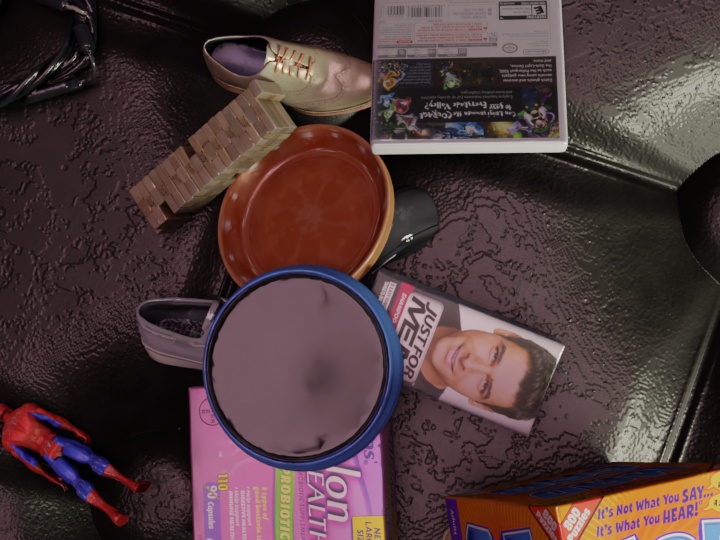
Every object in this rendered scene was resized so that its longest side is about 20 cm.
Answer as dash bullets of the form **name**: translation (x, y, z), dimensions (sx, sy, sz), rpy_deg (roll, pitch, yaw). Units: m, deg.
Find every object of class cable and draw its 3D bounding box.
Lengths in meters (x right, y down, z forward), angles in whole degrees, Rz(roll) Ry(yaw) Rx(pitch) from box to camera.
- **cable**: translation (-0.394, -0.264, 1.203), dimensions (0.198, 0.051, 0.165), rpy_deg (-14, 84, 8)

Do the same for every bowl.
- **bowl**: translation (-0.059, 0.093, 1.035), dimensions (0.199, 0.039, 0.203), rpy_deg (-1, 84, 9)

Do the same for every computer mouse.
- **computer mouse**: translation (0.000, 0.000, 1.125), dimensions (0.199, 0.046, 0.141), rpy_deg (-23, 81, 6)

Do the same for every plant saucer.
- **plant saucer**: translation (-0.056, -0.056, 1.119), dimensions (0.199, 0.032, 0.202), rpy_deg (-8, 69, 21)

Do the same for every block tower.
- **block tower**: translation (-0.156, -0.116, 1.128), dimensions (0.200, 0.054, 0.058), rpy_deg (-39, 81, 20)

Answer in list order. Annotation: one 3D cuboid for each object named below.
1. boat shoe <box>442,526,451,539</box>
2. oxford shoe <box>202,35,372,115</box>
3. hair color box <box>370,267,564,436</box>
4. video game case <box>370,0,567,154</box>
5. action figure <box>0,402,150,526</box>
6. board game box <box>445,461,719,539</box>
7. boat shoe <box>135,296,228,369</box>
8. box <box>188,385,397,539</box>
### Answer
- **boat shoe**: translation (0.144, 0.344, 1.067), dimensions (0.072, 0.065, 0.201), rpy_deg (-27, 82, 5)
- **oxford shoe**: translation (-0.074, -0.210, 1.138), dimensions (0.198, 0.074, 0.071), rpy_deg (7, 86, 9)
- **hair color box**: translation (0.094, 0.080, 1.081), dimensions (0.199, 0.061, 0.100), rpy_deg (21, 95, 1)
- **video game case**: translation (0.111, -0.206, 1.107), dimensions (0.198, 0.023, 0.183), rpy_deg (0, 68, 5)
- **action figure**: translation (-0.323, 0.200, 1.158), dimensions (0.199, 0.052, 0.066), rpy_deg (31, 85, 14)
- **board game box**: translation (0.219, 0.288, 0.956), dimensions (0.198, 0.200, 0.202), rpy_deg (-6, 84, -23)
- **boat shoe**: translation (-0.145, 0.064, 1.108), dimensions (0.199, 0.072, 0.070), rpy_deg (4, 49, 20)
- **box**: translation (-0.067, 0.203, 1.094), dimensions (0.198, 0.097, 0.178), rpy_deg (-3, 85, 8)
